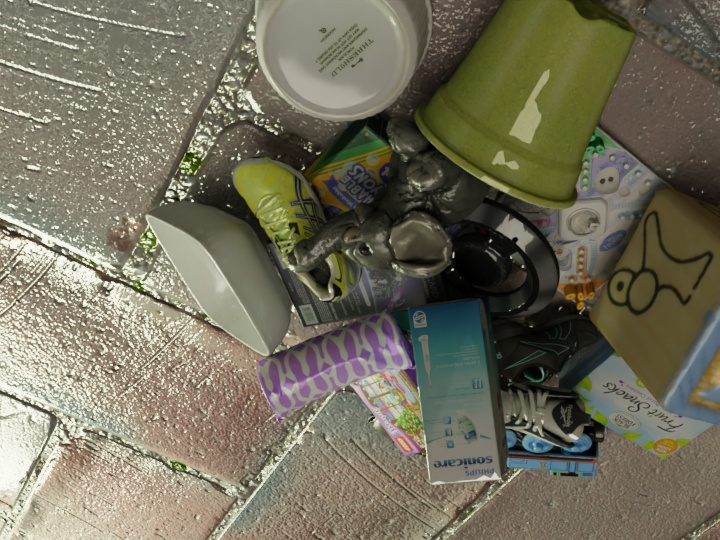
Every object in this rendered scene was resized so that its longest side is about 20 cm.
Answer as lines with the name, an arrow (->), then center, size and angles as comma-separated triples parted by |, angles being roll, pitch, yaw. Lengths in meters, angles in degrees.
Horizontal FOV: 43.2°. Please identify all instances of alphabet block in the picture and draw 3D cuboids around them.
alphabet block -> 0.417, 0.049, 1.045 | 0.195, 0.200, 0.197 | 18, 113, -20

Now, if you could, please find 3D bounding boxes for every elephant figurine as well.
elephant figurine -> 0.043, -0.055, 1.004 | 0.155, 0.141, 0.201 | 35, 109, 18

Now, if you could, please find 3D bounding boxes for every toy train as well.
toy train -> 0.261, 0.246, 1.341 | 0.198, 0.087, 0.115 | 1, 137, 9

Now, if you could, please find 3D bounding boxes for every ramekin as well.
ramekin -> -0.022, -0.253, 0.972 | 0.200, 0.095, 0.204 | 4, 128, 5

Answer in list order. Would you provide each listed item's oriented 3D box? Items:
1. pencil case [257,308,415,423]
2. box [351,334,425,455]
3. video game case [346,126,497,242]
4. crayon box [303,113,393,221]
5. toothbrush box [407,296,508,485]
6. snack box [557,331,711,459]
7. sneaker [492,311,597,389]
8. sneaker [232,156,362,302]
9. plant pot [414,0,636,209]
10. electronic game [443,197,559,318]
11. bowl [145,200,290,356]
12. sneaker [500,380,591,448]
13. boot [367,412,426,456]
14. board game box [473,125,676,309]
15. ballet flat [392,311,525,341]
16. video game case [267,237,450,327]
pencil case -> -0.033, 0.120, 1.139 | 0.198, 0.084, 0.086 | -22, 100, 3
box -> 0.048, 0.159, 1.250 | 0.201, 0.039, 0.137 | 52, 146, -5
video game case -> 0.063, -0.092, 1.138 | 0.198, 0.018, 0.144 | 14, 128, -4
crayon box -> -0.008, -0.086, 1.108 | 0.125, 0.052, 0.200 | 36, 125, -20
toothbrush box -> 0.118, 0.135, 1.066 | 0.084, 0.146, 0.202 | -7, 87, 12
snack box -> 0.402, 0.156, 1.260 | 0.199, 0.068, 0.169 | 31, 126, -15
sneaker -> 0.239, 0.109, 1.193 | 0.198, 0.080, 0.076 | -7, 148, -31
sneaker -> -0.073, -0.049, 1.052 | 0.075, 0.076, 0.200 | -40, 97, 22
plant pot -> 0.184, -0.197, 0.947 | 0.199, 0.201, 0.185 | 23, 116, -11
electronic game -> 0.148, -0.014, 1.120 | 0.198, 0.042, 0.201 | 20, 143, 16
bowl -> -0.171, -0.002, 1.160 | 0.199, 0.075, 0.201 | 22, 145, 50
sneaker -> 0.228, 0.180, 1.185 | 0.129, 0.080, 0.199 | 1, 160, 41
boot -> 0.111, 0.210, 1.332 | 0.199, 0.069, 0.175 | 25, 132, 18
board game box -> 0.275, -0.059, 1.122 | 0.199, 0.026, 0.200 | 32, 124, -22
ballet flat -> 0.128, 0.075, 1.229 | 0.198, 0.076, 0.064 | -4, 136, 14
video game case -> 0.000, 0.000, 1.131 | 0.198, 0.019, 0.144 | -11, 128, 13
